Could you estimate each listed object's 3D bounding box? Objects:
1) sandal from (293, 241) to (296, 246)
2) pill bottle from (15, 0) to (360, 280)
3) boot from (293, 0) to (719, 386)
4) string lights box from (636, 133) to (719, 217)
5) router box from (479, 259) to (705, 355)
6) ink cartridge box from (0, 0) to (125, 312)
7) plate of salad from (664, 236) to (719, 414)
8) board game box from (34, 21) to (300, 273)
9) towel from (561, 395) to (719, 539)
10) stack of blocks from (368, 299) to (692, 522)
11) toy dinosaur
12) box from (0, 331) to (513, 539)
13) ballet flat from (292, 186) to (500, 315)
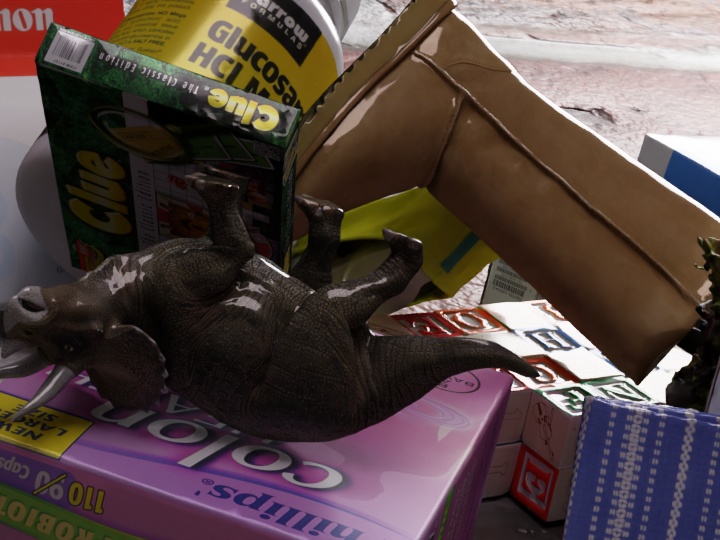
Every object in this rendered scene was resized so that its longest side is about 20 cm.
[{"bbox_3d":[-0.061,-0.036,1.135,0.050,0.082,0.203,30,43,-12],"label":"sandal"},{"bbox_3d":[-0.078,-0.086,1.068,0.112,0.113,0.200,19,54,14],"label":"pill bottle"},{"bbox_3d":[0.062,-0.020,0.986,0.200,0.066,0.175,42,64,-2],"label":"boot"},{"bbox_3d":[0.252,-0.014,1.205,0.103,0.059,0.200,0,25,-36],"label":"string lights box"},{"bbox_3d":[0.187,0.029,1.209,0.200,0.051,0.149,23,22,23],"label":"router box"},{"bbox_3d":[-0.169,-0.081,1.088,0.160,0.201,0.047,-6,1,-39],"label":"ink cartridge box"},{"bbox_3d":[0.168,0.042,0.968,0.048,0.200,0.200,16,22,17],"label":"plate of salad"},{"bbox_3d":[-0.079,-0.032,0.904,0.105,0.200,0.023,21,67,7],"label":"board game box"},{"bbox_3d":[0.173,0.134,0.848,0.200,0.145,0.024,11,-8,-6],"label":"towel"},{"bbox_3d":[0.072,0.068,1.039,0.200,0.059,0.115,-4,26,-35],"label":"stack of blocks"},{"bbox_3d":[-0.036,0.022,0.804,0.200,0.102,0.077,17,7,-15],"label":"toy dinosaur"},{"bbox_3d":[-0.051,0.091,0.862,0.176,0.097,0.200,18,23,11],"label":"box"},{"bbox_3d":[0.000,0.000,1.100,0.067,0.067,0.200,45,-29,-18],"label":"ballet flat"}]
